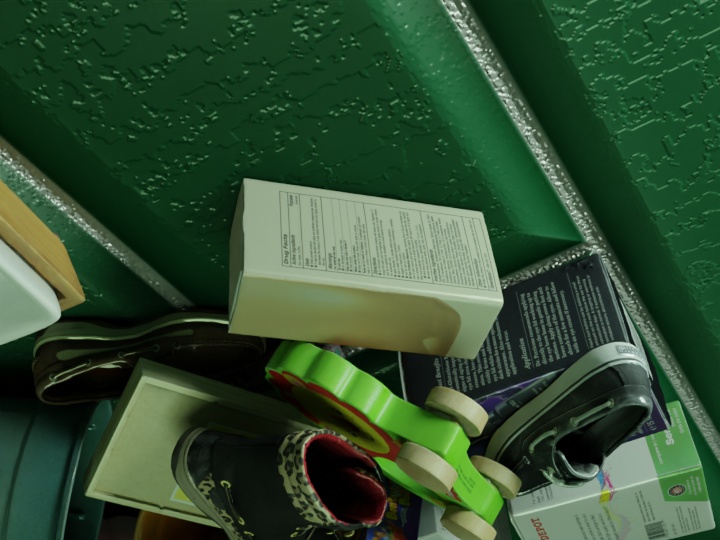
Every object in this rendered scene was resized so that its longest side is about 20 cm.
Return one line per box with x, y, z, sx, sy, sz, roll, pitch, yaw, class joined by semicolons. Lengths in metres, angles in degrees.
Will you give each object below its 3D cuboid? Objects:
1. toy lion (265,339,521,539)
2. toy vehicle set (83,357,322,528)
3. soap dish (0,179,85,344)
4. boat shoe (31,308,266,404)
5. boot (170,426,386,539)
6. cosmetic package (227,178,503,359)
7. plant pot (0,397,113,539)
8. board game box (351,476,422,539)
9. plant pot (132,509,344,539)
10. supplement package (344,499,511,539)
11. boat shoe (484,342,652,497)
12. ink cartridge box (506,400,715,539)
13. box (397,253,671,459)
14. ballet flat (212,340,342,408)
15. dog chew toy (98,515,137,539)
0.017;0.129;0.795;0.191;0.069;0.200;19;156;33;toy lion
-0.121;0.161;0.852;0.199;0.027;0.125;22;109;-26;toy vehicle set
-0.320;-0.023;0.715;0.156;0.082;0.200;-19;136;14;soap dish
-0.181;0.086;0.855;0.200;0.075;0.075;-5;138;-1;boat shoe
-0.041;0.192;0.794;0.150;0.073;0.200;-13;126;42;boot
0.000;0.000;0.762;0.198;0.106;0.071;8;135;-13;cosmetic package
-0.339;0.195;0.885;0.194;0.201;0.201;9;137;-3;plant pot
0.005;0.290;0.899;0.044;0.135;0.201;17;117;0;board game box
-0.114;0.287;1.004;0.198;0.202;0.184;-5;159;-1;plant pot
0.073;0.283;1.066;0.119;0.122;0.200;-25;135;21;supplement package
0.168;0.143;0.807;0.071;0.068;0.200;17;133;-23;boat shoe
0.264;0.235;1.062;0.198;0.084;0.145;-18;136;12;ink cartridge box
0.153;0.096;0.883;0.199;0.105;0.148;-23;136;17;box
-0.098;0.123;0.908;0.199;0.072;0.069;-30;134;25;ballet flat
-0.273;0.322;1.075;0.199;0.125;0.125;13;135;-30;dog chew toy
